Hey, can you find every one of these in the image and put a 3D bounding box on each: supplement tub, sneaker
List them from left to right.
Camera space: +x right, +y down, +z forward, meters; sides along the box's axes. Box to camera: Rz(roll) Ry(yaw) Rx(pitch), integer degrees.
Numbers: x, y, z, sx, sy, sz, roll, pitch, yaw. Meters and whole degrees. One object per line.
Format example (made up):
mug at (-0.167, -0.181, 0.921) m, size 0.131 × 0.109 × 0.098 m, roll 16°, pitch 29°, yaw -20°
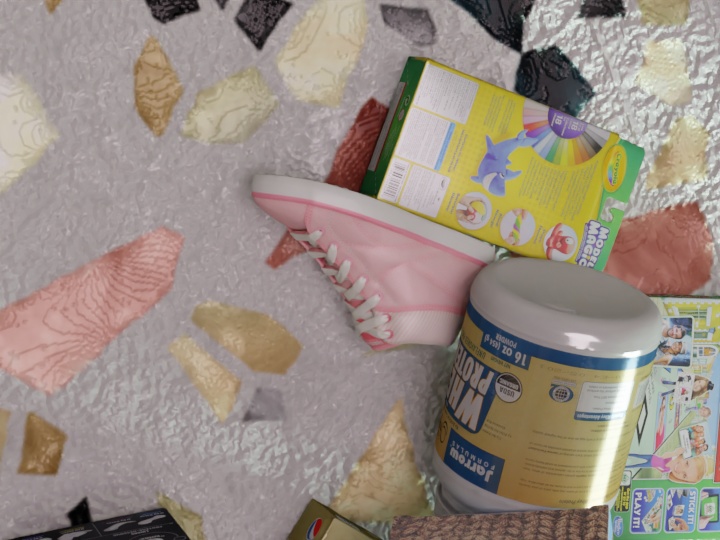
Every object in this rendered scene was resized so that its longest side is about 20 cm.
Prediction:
sneaker at (0.000, 0.000, 1.353) m, size 0.200 × 0.075 × 0.105 m, roll 21°, pitch 86°, yaw -23°
supplement tub at (0.135, 0.105, 1.361) m, size 0.144 × 0.145 × 0.200 m, roll 5°, pitch 110°, yaw -19°

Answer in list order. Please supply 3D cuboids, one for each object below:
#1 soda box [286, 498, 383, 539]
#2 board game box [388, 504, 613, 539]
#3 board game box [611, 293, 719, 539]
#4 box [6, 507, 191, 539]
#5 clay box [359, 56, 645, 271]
soda box at (0.033, 0.258, 1.403) m, size 0.200 × 0.064 × 0.068 m, roll 33°, pitch 86°, yaw -19°
board game box at (0.109, 0.282, 1.308) m, size 0.159 × 0.097 × 0.200 m, roll -5°, pitch 114°, yaw 11°
board game box at (0.263, 0.119, 1.481) m, size 0.134 × 0.029 × 0.200 m, roll 2°, pitch 96°, yaw -18°
box at (-0.177, 0.291, 1.309) m, size 0.132 × 0.115 × 0.200 m, roll -10°, pitch 99°, yaw -17°
clay box at (0.111, -0.077, 1.396) m, size 0.200 × 0.048 × 0.115 m, roll 20°, pitch 92°, yaw -21°
